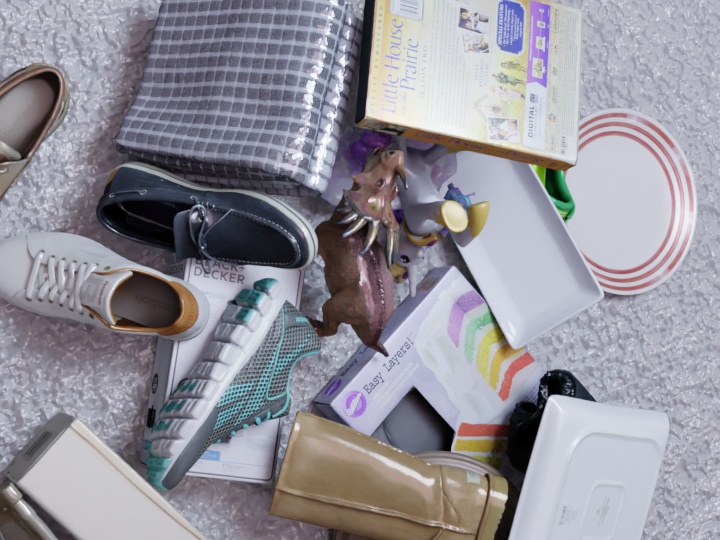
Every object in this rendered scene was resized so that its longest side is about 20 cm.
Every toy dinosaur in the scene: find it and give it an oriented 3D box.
[{"bbox_3d":[0.000,0.000,0.980,0.086,0.135,0.202,-30,111,-40],"label":"toy dinosaur"}]

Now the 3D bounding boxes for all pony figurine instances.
[{"bbox_3d":[0.044,-0.088,1.049,0.165,0.200,0.195,-15,78,-20],"label":"pony figurine"}]

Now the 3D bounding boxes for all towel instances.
[{"bbox_3d":[-0.108,-0.156,0.970,0.085,0.198,0.167,25,75,-62],"label":"towel"}]

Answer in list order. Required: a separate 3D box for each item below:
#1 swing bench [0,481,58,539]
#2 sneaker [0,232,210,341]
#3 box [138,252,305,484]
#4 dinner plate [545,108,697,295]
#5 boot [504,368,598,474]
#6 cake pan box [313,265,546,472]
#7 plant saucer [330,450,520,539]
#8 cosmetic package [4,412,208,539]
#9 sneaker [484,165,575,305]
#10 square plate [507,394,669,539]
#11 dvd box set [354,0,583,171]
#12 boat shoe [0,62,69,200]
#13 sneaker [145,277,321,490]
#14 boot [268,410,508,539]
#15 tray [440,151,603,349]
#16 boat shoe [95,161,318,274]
[{"bbox_3d":[-0.256,0.286,0.867,0.129,0.200,0.199,-37,103,4],"label":"swing bench"},{"bbox_3d":[-0.226,0.008,0.939,0.198,0.085,0.074,12,85,3],"label":"sneaker"},{"bbox_3d":[-0.125,0.084,1.019,0.116,0.060,0.202,12,82,-22],"label":"box"},{"bbox_3d":[0.281,-0.074,1.222,0.198,0.024,0.202,2,86,-22],"label":"dinner plate"},{"bbox_3d":[0.191,0.211,1.103,0.168,0.076,0.201,33,82,-40],"label":"boot"},{"bbox_3d":[0.078,0.128,1.110,0.200,0.052,0.184,-45,102,-19],"label":"cake pan box"},{"bbox_3d":[0.070,0.269,1.062,0.198,0.029,0.202,0,104,-1],"label":"plant saucer"},{"bbox_3d":[-0.201,0.215,0.956,0.200,0.103,0.073,46,71,-15],"label":"cosmetic package"},{"bbox_3d":[0.168,-0.049,1.138,0.073,0.083,0.202,8,84,-30],"label":"sneaker"},{"bbox_3d":[0.217,0.225,1.059,0.197,0.028,0.202,13,93,-43],"label":"square plate"},{"bbox_3d":[0.096,-0.173,0.959,0.198,0.029,0.148,9,76,-19],"label":"dvd box set"},{"bbox_3d":[-0.315,-0.097,0.942,0.075,0.072,0.201,35,74,-17],"label":"boat shoe"},{"bbox_3d":[-0.102,0.108,0.957,0.091,0.077,0.201,40,74,-21],"label":"sneaker"},{"bbox_3d":[0.014,0.233,1.010,0.198,0.066,0.177,16,95,-3],"label":"boot"},{"bbox_3d":[0.149,-0.035,1.107,0.022,0.107,0.201,0,60,-62],"label":"tray"},{"bbox_3d":[-0.132,-0.036,0.949,0.198,0.075,0.062,17,42,12],"label":"boat shoe"}]
